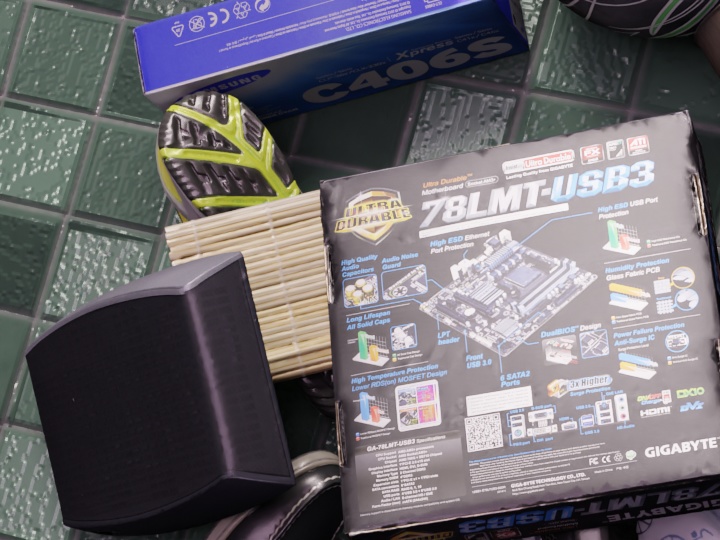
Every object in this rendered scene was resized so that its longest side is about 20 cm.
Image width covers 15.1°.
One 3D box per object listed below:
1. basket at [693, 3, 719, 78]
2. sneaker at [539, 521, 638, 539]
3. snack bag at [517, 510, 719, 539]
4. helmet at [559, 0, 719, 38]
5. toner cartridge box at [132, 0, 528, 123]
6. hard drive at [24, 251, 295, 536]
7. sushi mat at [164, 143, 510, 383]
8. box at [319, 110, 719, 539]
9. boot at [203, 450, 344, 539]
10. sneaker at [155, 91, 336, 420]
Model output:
[{"bbox_3d":[0.286,-0.062,1.371,0.180,0.136,0.200,-22,74,12],"label":"basket"},{"bbox_3d":[0.076,0.099,1.399,0.114,0.076,0.200,-20,67,13],"label":"sneaker"},{"bbox_3d":[0.151,0.097,1.426,0.200,0.021,0.189,-46,68,1],"label":"snack bag"},{"bbox_3d":[0.163,-0.222,1.411,0.199,0.200,0.191,-12,71,13],"label":"helmet"},{"bbox_3d":[-0.015,-0.127,1.494,0.199,0.095,0.043,-15,72,13],"label":"toner cartridge box"},{"bbox_3d":[-0.112,0.071,1.426,0.200,0.042,0.135,-20,81,55],"label":"hard drive"},{"bbox_3d":[0.000,0.000,1.450,0.199,0.012,0.096,-14,86,-11],"label":"sushi mat"},{"bbox_3d":[0.084,0.032,1.357,0.199,0.050,0.199,-11,63,11],"label":"box"},{"bbox_3d":[-0.036,0.212,1.408,0.204,0.073,0.154,-53,53,6],"label":"boot"},{"bbox_3d":[-0.043,-0.007,1.489,0.075,0.076,0.200,-30,87,-14],"label":"sneaker"}]
